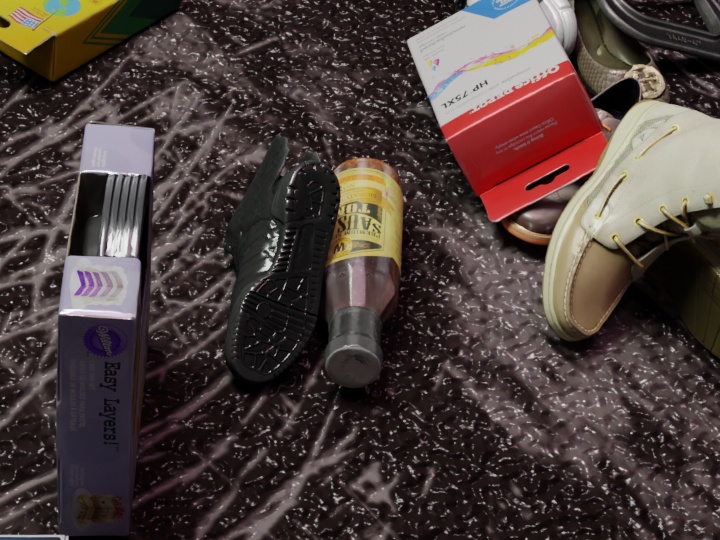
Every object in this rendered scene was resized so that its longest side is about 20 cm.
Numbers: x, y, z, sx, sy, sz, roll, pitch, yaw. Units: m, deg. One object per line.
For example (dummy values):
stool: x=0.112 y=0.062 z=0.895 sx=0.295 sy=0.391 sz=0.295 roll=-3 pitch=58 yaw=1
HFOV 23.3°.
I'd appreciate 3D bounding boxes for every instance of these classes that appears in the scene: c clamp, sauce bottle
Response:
c clamp: x=0.279 y=-0.256 z=1.623 sx=0.198 sy=0.027 sz=0.172 roll=3 pitch=51 yaw=-37
sauce bottle: x=0.000 y=0.000 z=1.276 sx=0.065 sy=0.066 sz=0.201 roll=7 pitch=40 yaw=-5

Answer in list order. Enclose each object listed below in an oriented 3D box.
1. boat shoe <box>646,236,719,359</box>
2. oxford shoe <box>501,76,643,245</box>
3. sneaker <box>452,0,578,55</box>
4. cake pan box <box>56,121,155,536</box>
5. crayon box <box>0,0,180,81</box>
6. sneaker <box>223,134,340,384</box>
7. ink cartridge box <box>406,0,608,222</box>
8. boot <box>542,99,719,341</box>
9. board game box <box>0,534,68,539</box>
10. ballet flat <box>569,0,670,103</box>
boat shoe: x=0.267 y=-0.001 z=1.336 sx=0.063 sy=0.074 sz=0.201 roll=-16 pitch=41 yaw=-21
oxford shoe: x=0.172 y=-0.092 z=1.410 sx=0.071 sy=0.073 sz=0.200 roll=26 pitch=44 yaw=15
sneaker: x=0.109 y=-0.258 z=1.580 sx=0.079 sy=0.074 sz=0.200 roll=-20 pitch=50 yaw=-28
cake pan box: x=-0.160 y=0.034 z=1.102 sx=0.052 sy=0.201 sz=0.185 roll=2 pitch=40 yaw=-6
crayon box: x=-0.260 y=-0.233 z=1.483 sx=0.126 sy=0.051 sz=0.200 roll=31 pitch=45 yaw=21
sneaker: x=-0.065 y=-0.009 z=1.273 sx=0.060 sy=0.104 sz=0.202 roll=24 pitch=73 yaw=-23
ink cartridge box: x=0.118 y=-0.139 z=1.403 sx=0.115 sy=0.067 sz=0.201 roll=-28 pitch=37 yaw=8
boot: x=0.227 y=-0.032 z=1.266 sx=0.154 sy=0.072 sz=0.201 roll=12 pitch=68 yaw=50
board game box: x=-0.268 y=0.211 z=1.005 sx=0.198 sy=0.035 sz=0.127 roll=2 pitch=43 yaw=-11
ballet flat: x=0.220 y=-0.208 z=1.569 sx=0.067 sy=0.047 sz=0.201 roll=-6 pitch=44 yaw=-19
